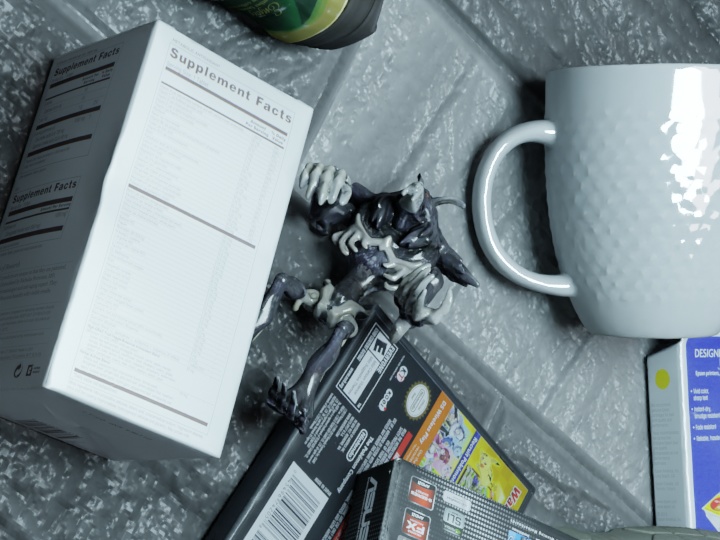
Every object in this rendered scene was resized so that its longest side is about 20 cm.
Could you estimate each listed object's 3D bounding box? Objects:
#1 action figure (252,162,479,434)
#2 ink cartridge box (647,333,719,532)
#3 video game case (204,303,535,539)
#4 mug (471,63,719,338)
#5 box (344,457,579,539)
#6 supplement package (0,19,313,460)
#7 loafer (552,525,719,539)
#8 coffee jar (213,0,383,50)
[{"bbox_3d":[0.000,0.000,1.040,0.119,0.102,0.200,38,62,6],"label":"action figure"},{"bbox_3d":[0.291,0.109,1.315,0.197,0.047,0.202,3,82,-39],"label":"ink cartridge box"},{"bbox_3d":[0.009,0.155,1.084,0.181,0.025,0.201,49,56,-24],"label":"video game case"},{"bbox_3d":[0.172,-0.045,1.183,0.198,0.148,0.177,-1,93,-10],"label":"mug"},{"bbox_3d":[0.074,0.223,1.049,0.199,0.044,0.161,27,58,-24],"label":"box"},{"bbox_3d":[-0.120,-0.012,0.939,0.113,0.109,0.201,28,68,-34],"label":"supplement package"},{"bbox_3d":[0.182,0.208,1.187,0.199,0.072,0.063,5,99,-21],"label":"loafer"},{"bbox_3d":[-0.072,-0.200,1.018,0.199,0.085,0.105,17,72,-37],"label":"coffee jar"}]
